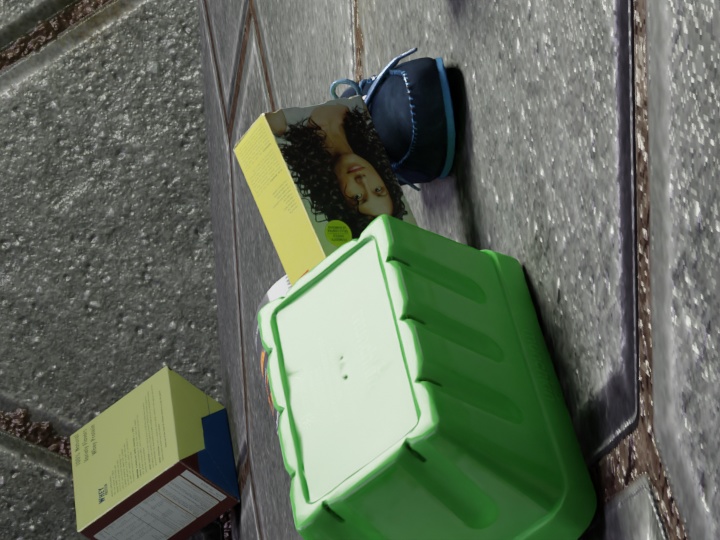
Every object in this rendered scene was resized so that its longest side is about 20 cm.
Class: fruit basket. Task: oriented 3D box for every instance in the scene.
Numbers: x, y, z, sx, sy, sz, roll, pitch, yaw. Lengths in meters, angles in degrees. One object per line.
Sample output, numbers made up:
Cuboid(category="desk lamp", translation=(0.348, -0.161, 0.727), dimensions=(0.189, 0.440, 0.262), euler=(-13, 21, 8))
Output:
Cuboid(category="fruit basket", translation=(0.047, 0.101, 1.147), dimensions=(0.216, 0.155, 0.216), euler=(44, -158, -22))

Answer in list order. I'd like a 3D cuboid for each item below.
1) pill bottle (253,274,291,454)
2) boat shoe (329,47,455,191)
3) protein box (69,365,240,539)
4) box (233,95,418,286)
Cuboid(category="pill bottle", translation=(-0.009, 0.083, 1.519), dimensions=(0.200, 0.106, 0.106), euler=(-110, 17, -60))
Cuboid(category="boat shoe", translation=(0.013, -0.079, 1.390), dimensions=(0.200, 0.069, 0.084), euler=(124, 141, -75))
Cuboid(category="protein box", translation=(-0.303, 0.290, 3.297), dimensions=(0.135, 0.200, 0.199), euler=(39, -156, -36))
Cuboid(category="box", translation=(0.000, 0.000, 1.304), dimensions=(0.050, 0.075, 0.200), euler=(-42, 67, 53))
